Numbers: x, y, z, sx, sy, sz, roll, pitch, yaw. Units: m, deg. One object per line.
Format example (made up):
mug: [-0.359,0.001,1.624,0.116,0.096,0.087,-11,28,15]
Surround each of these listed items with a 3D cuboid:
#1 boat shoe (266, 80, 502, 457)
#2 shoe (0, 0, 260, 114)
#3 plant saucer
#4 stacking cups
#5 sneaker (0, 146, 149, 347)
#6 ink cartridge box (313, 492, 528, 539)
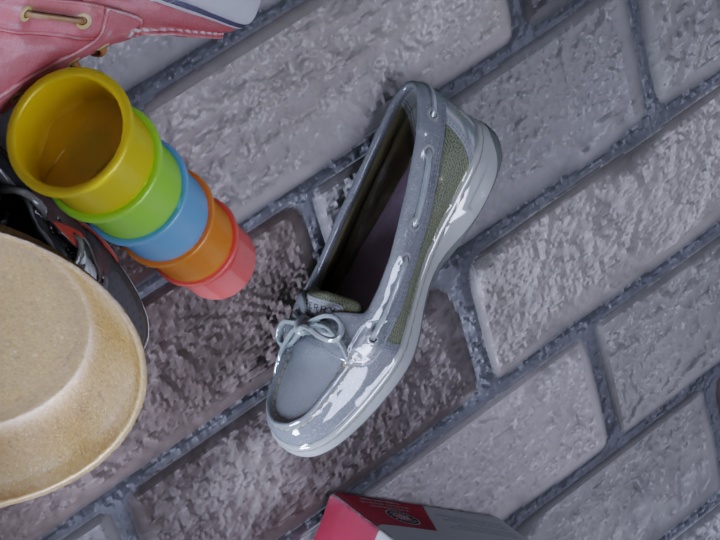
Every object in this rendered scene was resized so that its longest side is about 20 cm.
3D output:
boat shoe: [0.001,0.000,1.257,0.065,0.074,0.203,34,84,-38]
shoe: [-0.142,-0.114,1.081,0.199,0.071,0.091,11,106,-38]
plant saucer: [-0.195,0.035,1.077,0.199,0.036,0.201,-3,137,-2]
stacking cups: [-0.101,-0.035,1.128,0.061,0.060,0.200,-55,159,-4]
sneaker: [-0.156,-0.001,1.114,0.077,0.082,0.200,-51,134,-7]
ink cartridge box: [0.077,0.209,1.333,0.145,0.200,0.084,15,101,-43]
